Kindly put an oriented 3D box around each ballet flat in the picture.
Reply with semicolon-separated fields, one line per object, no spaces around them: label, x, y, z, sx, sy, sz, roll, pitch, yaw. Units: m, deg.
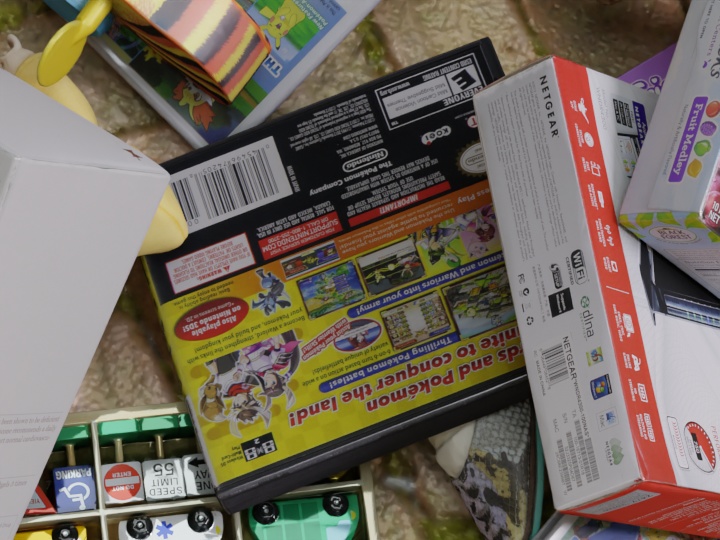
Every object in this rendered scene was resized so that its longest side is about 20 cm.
ballet flat;0.053;0.043;1.330;0.072;0.072;0.202;6;64;-5

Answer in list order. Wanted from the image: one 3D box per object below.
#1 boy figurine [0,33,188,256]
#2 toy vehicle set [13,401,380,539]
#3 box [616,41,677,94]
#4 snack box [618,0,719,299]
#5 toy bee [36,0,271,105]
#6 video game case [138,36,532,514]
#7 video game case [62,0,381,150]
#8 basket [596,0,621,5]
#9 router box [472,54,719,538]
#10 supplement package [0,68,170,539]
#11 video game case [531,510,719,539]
boy figurine;-0.177;-0.051;1.320;0.199;0.065;0.125;27;73;18
toy vehicle set;-0.091;0.126;1.305;0.199;0.027;0.125;-6;71;-9
box;0.213;-0.066;1.403;0.199;0.039;0.137;-30;78;-15
snack box;0.205;-0.081;1.253;0.142;0.053;0.201;35;68;-39
toy bee;-0.131;-0.150;1.301;0.199;0.109;0.132;16;84;-6
video game case;0.000;0.000;1.315;0.199;0.026;0.182;-21;62;1
video game case;-0.079;-0.185;1.368;0.200;0.022;0.182;45;93;-2
basket;0.183;-0.247;1.360;0.200;0.142;0.150;-34;101;-38
router box;0.139;0.017;1.258;0.179;0.049;0.201;13;60;-49
supplement package;-0.193;0.017;1.224;0.117;0.117;0.201;31;103;28
video game case;0.124;0.179;1.288;0.143;0.018;0.200;48;71;-16
